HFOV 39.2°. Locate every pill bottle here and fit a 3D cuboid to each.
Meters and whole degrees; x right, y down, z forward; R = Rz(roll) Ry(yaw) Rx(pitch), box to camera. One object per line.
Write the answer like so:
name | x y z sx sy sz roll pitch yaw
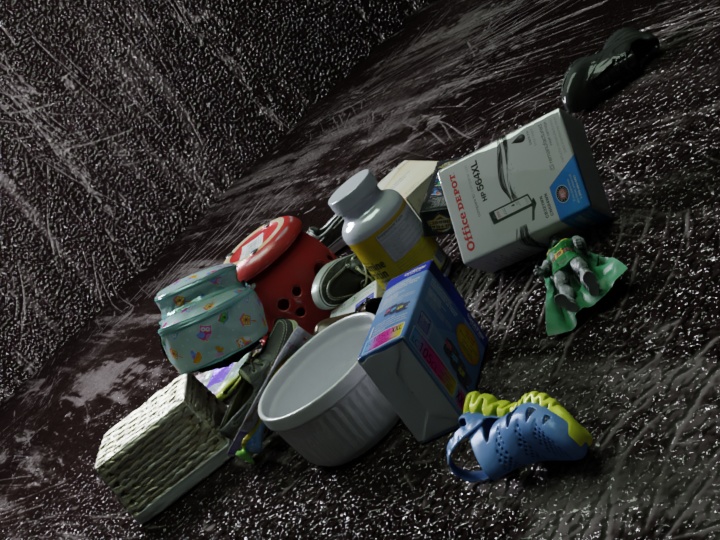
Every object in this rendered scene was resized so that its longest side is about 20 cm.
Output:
pill bottle | 0.042 -0.050 1.537 0.111 0.201 0.112 -36 16 12

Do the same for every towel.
towel | -0.282 0.216 1.851 0.199 0.023 0.144 -27 20 37

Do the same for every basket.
basket | -0.302 0.270 1.581 0.199 0.124 0.136 -36 18 6

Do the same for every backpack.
backpack | -0.235 0.078 1.584 0.174 0.155 0.200 -23 14 -7

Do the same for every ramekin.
ramekin | -0.027 0.160 1.316 0.199 0.105 0.201 -35 17 12

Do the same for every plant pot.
plant pot | -0.130 0.017 1.769 0.199 0.183 0.201 -33 18 12

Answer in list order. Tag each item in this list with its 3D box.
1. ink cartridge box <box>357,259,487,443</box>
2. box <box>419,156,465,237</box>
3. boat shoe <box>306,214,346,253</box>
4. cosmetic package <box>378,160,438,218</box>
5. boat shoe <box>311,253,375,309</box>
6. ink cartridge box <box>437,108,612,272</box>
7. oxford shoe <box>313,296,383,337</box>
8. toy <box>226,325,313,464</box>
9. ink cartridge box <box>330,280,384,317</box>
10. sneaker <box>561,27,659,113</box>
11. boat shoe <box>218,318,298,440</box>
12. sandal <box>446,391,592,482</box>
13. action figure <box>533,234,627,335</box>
ink cartridge box | 0.082 0.085 1.224 0.076 0.137 0.201 -27 21 28
box | 0.201 -0.126 1.547 0.197 0.050 0.199 -8 26 16
boat shoe | -0.082 -0.061 2.047 0.199 0.071 0.072 -37 17 10
cosmetic package | 0.102 -0.145 1.874 0.103 0.073 0.200 -42 18 -11
boat shoe | 0.000 0.000 1.681 0.063 0.071 0.199 -11 19 49
ink cartridge box | 0.219 -0.103 1.366 0.198 0.148 0.084 -26 -21 30
oxford shoe | 0.011 0.069 1.410 0.197 0.085 0.073 -10 46 30
toy | -0.110 0.185 1.433 0.202 0.047 0.115 -58 -17 -5
ink cartridge box | -0.005 0.092 1.558 0.099 0.039 0.201 -34 16 16
sneaker | 0.422 -0.342 1.711 0.200 0.076 0.091 -44 24 -8
boat shoe | -0.152 0.163 1.516 0.072 0.065 0.204 18 86 61
sandal | 0.149 0.171 0.988 0.087 0.079 0.200 -50 11 -22
action figure | 0.254 -0.003 1.238 0.118 0.055 0.200 -38 13 13
